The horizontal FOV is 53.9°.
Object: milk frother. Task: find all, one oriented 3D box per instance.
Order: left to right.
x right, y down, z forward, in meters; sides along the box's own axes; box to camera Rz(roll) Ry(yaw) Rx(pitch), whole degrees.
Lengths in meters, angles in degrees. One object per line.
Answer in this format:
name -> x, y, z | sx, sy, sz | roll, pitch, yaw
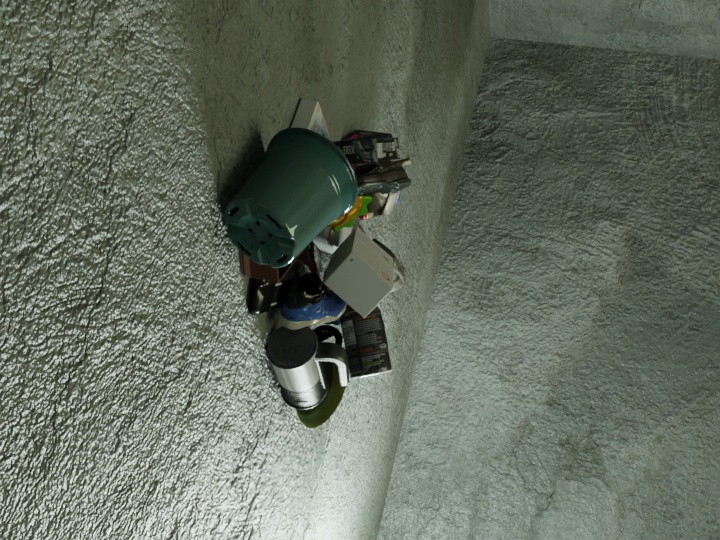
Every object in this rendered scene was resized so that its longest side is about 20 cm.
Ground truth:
milk frother -> -0.123, 0.180, 1.631 | 0.189, 0.179, 0.201 | 82, -10, -51

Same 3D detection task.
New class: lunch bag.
lunch bag -> 0.035, -0.006, 2.000 | 0.200, 0.166, 0.141 | 48, 55, -72

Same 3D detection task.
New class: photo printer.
photo printer -> -0.059, -0.150, 1.743 | 0.166, 0.069, 0.202 | 57, 46, -69

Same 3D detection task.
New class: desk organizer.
desk organizer -> -0.161, -0.060, 1.413 | 0.200, 0.076, 0.072 | -59, 155, -53

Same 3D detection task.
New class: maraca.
maraca -> -0.047, -0.146, 1.514 | 0.137, 0.107, 0.200 | -39, 150, 10

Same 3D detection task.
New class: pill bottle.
pill bottle -> 0.009, 0.154, 1.709 | 0.106, 0.105, 0.202 | 21, 57, -75

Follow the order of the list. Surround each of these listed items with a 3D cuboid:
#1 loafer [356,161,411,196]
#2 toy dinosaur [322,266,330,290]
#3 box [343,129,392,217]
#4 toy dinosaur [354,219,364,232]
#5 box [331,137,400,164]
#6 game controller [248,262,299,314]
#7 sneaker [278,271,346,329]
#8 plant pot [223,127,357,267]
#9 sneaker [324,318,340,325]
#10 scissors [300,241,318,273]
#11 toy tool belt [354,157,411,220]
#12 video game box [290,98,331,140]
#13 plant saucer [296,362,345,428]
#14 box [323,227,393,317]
loafer -> 0.032, -0.194, 1.473 | 0.199, 0.071, 0.063 | -12, 82, -55
toy dinosaur -> -0.059, 0.003, 1.826 | 0.200, 0.085, 0.137 | -57, 153, -49
box -> 0.015, -0.257, 1.870 | 0.122, 0.105, 0.202 | -52, 149, -63
toy dinosaur -> 0.011, -0.016, 1.808 | 0.106, 0.060, 0.202 | 32, 68, -53
box -> -0.014, -0.251, 1.496 | 0.200, 0.156, 0.050 | -35, 122, -70
game controller -> -0.183, 0.035, 1.492 | 0.105, 0.042, 0.200 | -67, 167, 10
sneaker -> -0.090, 0.055, 1.570 | 0.199, 0.077, 0.112 | -13, 133, -46
plant pot -> -0.135, -0.122, 1.285 | 0.197, 0.199, 0.202 | -55, 152, -41
sneaker -> -0.122, 0.082, 1.690 | 0.200, 0.077, 0.071 | 38, 64, -49
scissors -> -0.107, 0.012, 1.641 | 0.073, 0.014, 0.202 | -36, 112, -69
toy tool belt -> 0.056, -0.191, 1.650 | 0.122, 0.126, 0.200 | -27, 165, -15
video game box -> -0.117, -0.232, 1.522 | 0.182, 0.046, 0.202 | 64, 39, -62
plant saucer -> -0.104, 0.285, 1.736 | 0.031, 0.199, 0.202 | 28, 68, -30
box -> 0.000, 0.000, 1.616 | 0.098, 0.124, 0.200 | -47, -169, 16
